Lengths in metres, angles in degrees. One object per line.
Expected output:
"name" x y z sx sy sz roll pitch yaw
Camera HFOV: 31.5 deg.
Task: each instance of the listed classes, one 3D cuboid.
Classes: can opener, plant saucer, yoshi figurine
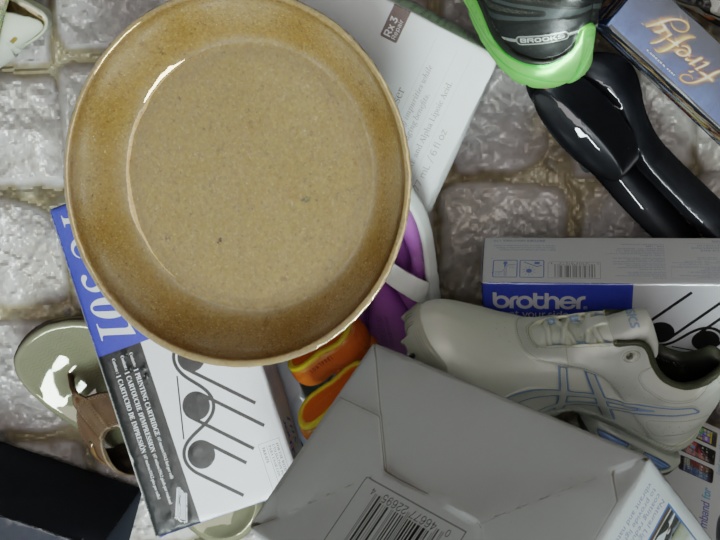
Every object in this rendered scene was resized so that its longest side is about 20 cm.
"can opener" 0.173 -0.056 0.783 0.200 0.063 0.079 44 59 -17
"plant saucer" -0.065 -0.050 0.699 0.197 0.035 0.204 2 97 14
"yoshi figurine" 0.029 0.124 0.801 0.200 0.111 0.113 42 67 -30

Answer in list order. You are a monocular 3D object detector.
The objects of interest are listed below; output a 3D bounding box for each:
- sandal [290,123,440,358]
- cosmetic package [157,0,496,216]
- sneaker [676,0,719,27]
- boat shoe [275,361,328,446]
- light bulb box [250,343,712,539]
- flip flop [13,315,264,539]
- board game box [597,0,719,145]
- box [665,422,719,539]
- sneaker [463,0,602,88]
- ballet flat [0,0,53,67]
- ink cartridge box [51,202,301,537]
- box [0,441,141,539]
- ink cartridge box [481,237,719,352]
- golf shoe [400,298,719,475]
"sandal" 0.007 0.000 0.764 0.081 0.050 0.204 2 137 28
"cosmetic package" -0.025 -0.129 0.775 0.198 0.081 0.114 25 105 -1
"sneaker" 0.222 -0.171 0.753 0.200 0.080 0.074 43 106 14
"boat shoe" -0.087 0.059 0.829 0.090 0.071 0.202 -30 90 12
"light bulb box" 0.085 0.164 0.659 0.125 0.197 0.200 -53 128 -14
"flip flop" -0.146 0.109 0.846 0.081 0.058 0.200 -43 95 12
"board game box" 0.218 -0.088 0.733 0.200 0.136 0.035 42 102 -3
"box" 0.242 0.166 0.791 0.197 0.120 0.042 23 135 2
"sneaker" 0.072 -0.195 0.726 0.200 0.076 0.084 49 142 21
"ballet flat" -0.214 -0.185 0.793 0.070 0.071 0.202 23 103 0
"ink cartridge box" -0.107 0.045 0.763 0.093 0.044 0.203 -19 89 6
"box" -0.265 0.227 0.858 0.179 0.104 0.203 18 103 2
"ink cartridge box" 0.174 0.029 0.782 0.196 0.045 0.095 0 132 9
"golf shoe" 0.121 0.045 0.733 0.197 0.079 0.098 20 126 -21
